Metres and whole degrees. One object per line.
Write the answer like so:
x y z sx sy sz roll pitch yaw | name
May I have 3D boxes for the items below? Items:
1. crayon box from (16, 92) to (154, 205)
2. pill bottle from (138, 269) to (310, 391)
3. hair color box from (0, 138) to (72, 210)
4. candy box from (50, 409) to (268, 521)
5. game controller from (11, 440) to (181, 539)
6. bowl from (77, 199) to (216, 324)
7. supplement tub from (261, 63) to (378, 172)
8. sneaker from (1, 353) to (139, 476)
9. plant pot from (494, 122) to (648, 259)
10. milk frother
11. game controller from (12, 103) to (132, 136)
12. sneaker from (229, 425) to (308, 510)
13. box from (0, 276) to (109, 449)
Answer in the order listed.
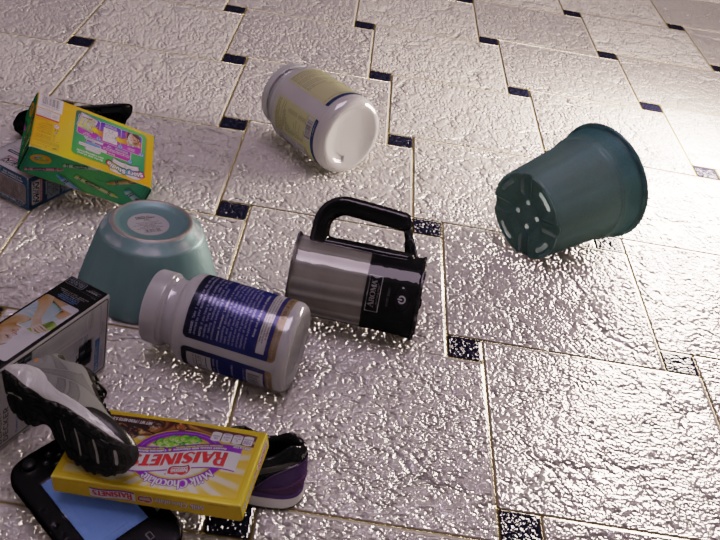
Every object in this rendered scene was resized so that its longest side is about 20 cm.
-0.422 -0.184 1.549 0.198 0.058 0.120 19 45 -28 | crayon box
-0.171 0.071 1.256 0.197 0.117 0.116 16 32 8 | pill bottle
-0.496 -0.173 1.596 0.099 0.061 0.200 25 34 19 | hair color box
-0.200 0.193 1.008 0.196 0.027 0.103 7 39 8 | candy box
-0.268 0.238 1.005 0.104 0.043 0.199 -36 52 -25 | game controller
-0.291 -0.025 1.384 0.197 0.106 0.202 9 32 -5 | bowl
-0.077 -0.284 1.820 0.143 0.147 0.199 -17 40 -37 | supplement tub
-0.283 0.135 1.005 0.199 0.075 0.079 27 41 36 | sneaker
0.340 -0.122 1.662 0.194 0.203 0.200 -23 44 -31 | plant pot
0.000 0.000 1.432 0.185 0.184 0.200 12 -12 2 | milk frother
-0.495 -0.264 1.721 0.197 0.104 0.043 -10 78 -29 | game controller
-0.154 0.201 1.081 0.196 0.089 0.076 3 32 -12 | sneaker
-0.376 0.106 1.142 0.059 0.118 0.200 23 32 16 | box
